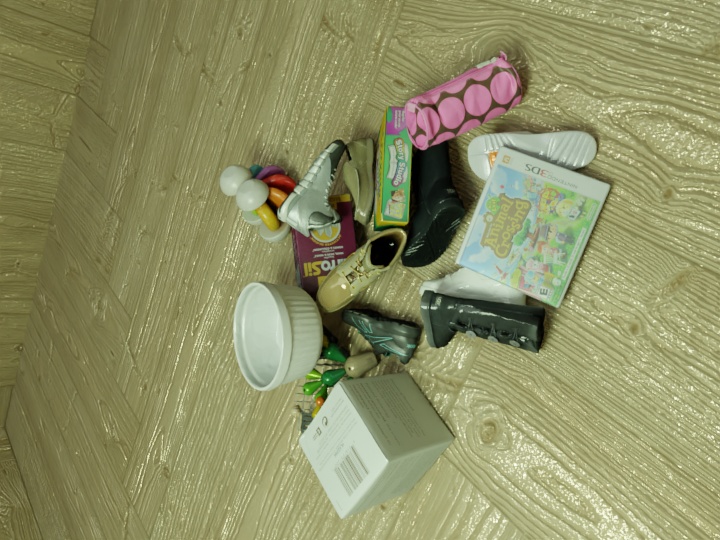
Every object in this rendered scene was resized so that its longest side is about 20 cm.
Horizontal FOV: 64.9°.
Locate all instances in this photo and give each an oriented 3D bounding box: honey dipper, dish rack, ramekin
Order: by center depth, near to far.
[{"bbox_3d":[-0.156,0.121,1.091,0.198,0.103,0.206,3,94,52],"label":"ramekin"},{"bbox_3d":[-0.090,0.266,1.241,0.151,0.054,0.205,-10,70,42],"label":"dish rack"},{"bbox_3d":[-0.099,0.359,1.274,0.198,0.037,0.039,23,103,44],"label":"honey dipper"}]

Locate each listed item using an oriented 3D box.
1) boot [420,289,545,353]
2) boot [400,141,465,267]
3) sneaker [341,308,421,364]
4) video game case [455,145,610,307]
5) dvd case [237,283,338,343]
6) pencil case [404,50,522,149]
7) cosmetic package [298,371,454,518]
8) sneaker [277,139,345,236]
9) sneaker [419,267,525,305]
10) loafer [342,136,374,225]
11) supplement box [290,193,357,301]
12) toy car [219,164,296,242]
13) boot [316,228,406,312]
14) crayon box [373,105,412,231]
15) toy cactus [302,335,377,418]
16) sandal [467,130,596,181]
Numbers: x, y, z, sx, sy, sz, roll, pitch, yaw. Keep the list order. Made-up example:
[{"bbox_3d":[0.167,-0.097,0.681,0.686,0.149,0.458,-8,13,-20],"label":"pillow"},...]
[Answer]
[{"bbox_3d":[0.210,0.100,0.960,0.195,0.165,0.067,6,65,22],"label":"boot"},{"bbox_3d":[0.125,-0.125,1.066,0.201,0.075,0.171,119,151,-50],"label":"boot"},{"bbox_3d":[0.031,0.127,1.137,0.197,0.074,0.081,15,100,44],"label":"sneaker"},{"bbox_3d":[0.269,-0.071,0.899,0.179,0.022,0.204,24,100,18],"label":"video game case"},{"bbox_3d":[-0.161,0.108,1.256,0.148,0.200,0.025,-10,43,43],"label":"dvd case"},{"bbox_3d":[0.169,-0.285,0.955,0.197,0.095,0.091,-29,47,-8],"label":"pencil case"},{"bbox_3d":[0.029,0.312,1.040,0.167,0.198,0.169,51,120,32],"label":"cosmetic package"},{"bbox_3d":[-0.067,-0.153,1.135,0.115,0.075,0.201,38,87,-3],"label":"sneaker"},{"bbox_3d":[0.198,0.002,0.992,0.196,0.073,0.119,4,89,34],"label":"sneaker"},{"bbox_3d":[-0.004,-0.184,1.164,0.077,0.066,0.204,90,-179,-61],"label":"loafer"},{"bbox_3d":[-0.077,-0.046,1.194,0.103,0.128,0.205,128,135,-74],"label":"supplement box"},{"bbox_3d":[-0.231,-0.185,1.373,0.150,0.176,0.199,-43,51,-9],"label":"toy car"},{"bbox_3d":[0.000,0.000,1.061,0.199,0.155,0.073,-38,91,-9],"label":"boot"},{"bbox_3d":[0.060,-0.182,1.070,0.057,0.173,0.206,3,88,-1],"label":"crayon box"},{"bbox_3d":[-0.045,0.205,1.151,0.103,0.162,0.203,95,152,-70],"label":"toy cactus"},{"bbox_3d":[0.281,-0.190,0.935,0.202,0.059,0.081,2,105,23],"label":"sandal"}]
